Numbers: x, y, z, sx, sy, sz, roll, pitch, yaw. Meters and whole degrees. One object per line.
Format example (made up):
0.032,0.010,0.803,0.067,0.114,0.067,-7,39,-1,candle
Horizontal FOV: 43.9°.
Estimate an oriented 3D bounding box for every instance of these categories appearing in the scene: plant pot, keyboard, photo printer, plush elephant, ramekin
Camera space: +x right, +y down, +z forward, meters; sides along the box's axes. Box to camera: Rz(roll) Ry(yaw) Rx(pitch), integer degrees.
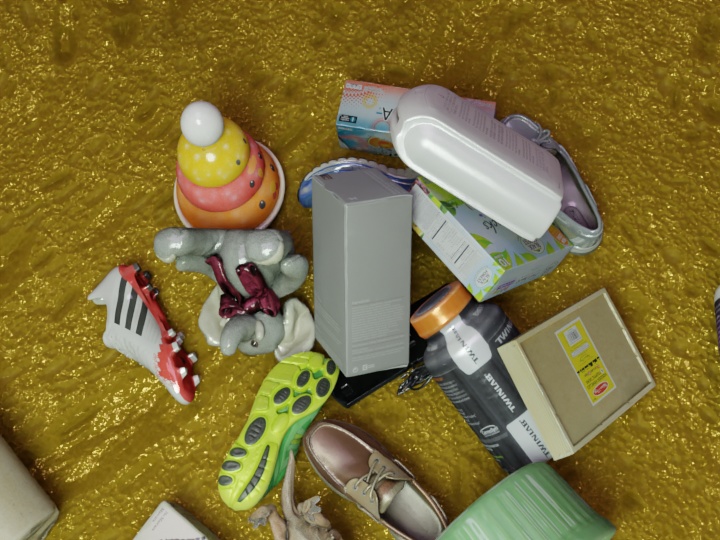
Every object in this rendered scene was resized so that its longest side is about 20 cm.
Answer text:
-0.435,0.249,0.959,0.183,0.201,0.201,41,77,5,plant pot
0.054,0.103,1.053,0.198,0.040,0.105,-31,48,-6,keyboard
0.123,-0.127,0.973,0.198,0.167,0.070,31,114,-4,photo printer
-0.130,0.032,1.029,0.161,0.200,0.159,2,92,18,plush elephant
0.149,0.285,0.890,0.199,0.201,0.098,-37,64,-9,ramekin

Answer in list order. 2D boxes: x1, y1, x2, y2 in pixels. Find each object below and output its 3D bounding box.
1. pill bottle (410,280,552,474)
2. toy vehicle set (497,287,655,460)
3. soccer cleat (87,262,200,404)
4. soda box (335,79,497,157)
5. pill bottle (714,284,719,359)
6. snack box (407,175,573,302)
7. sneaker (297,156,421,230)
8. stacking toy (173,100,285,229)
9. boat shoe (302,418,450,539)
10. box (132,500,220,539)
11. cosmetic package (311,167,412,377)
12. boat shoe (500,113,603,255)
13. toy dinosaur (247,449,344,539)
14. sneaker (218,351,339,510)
0.138,0.110,0.963,0.106,0.106,0.201,-39,96,-10,pill bottle
0.236,0.104,0.957,0.198,0.026,0.126,-20,81,-46,toy vehicle set
-0.259,0.083,1.061,0.084,0.069,0.202,-33,68,1,soccer cleat
0.071,-0.183,1.131,0.196,0.064,0.070,10,71,9,soda box
0.452,0.066,0.987,0.109,0.112,0.204,0,70,4,pill bottle
0.145,-0.048,1.014,0.143,0.199,0.053,49,122,16,snack box
0.018,-0.081,1.090,0.195,0.079,0.091,4,68,6,sneaker
-0.172,-0.131,1.057,0.143,0.201,0.149,-1,70,4,stacking toy
0.024,0.230,0.958,0.199,0.072,0.076,38,75,0,boat shoe
-0.155,0.341,0.955,0.198,0.069,0.083,34,76,15,box
0.000,0.000,0.978,0.088,0.204,0.107,-7,26,-22,cosmetic package
0.233,-0.115,1.093,0.073,0.065,0.205,-24,70,-5,boat shoe
-0.044,0.298,0.941,0.085,0.136,0.202,-33,63,2,toy dinosaur
-0.095,0.177,1.004,0.073,0.084,0.201,31,67,9,sneaker
